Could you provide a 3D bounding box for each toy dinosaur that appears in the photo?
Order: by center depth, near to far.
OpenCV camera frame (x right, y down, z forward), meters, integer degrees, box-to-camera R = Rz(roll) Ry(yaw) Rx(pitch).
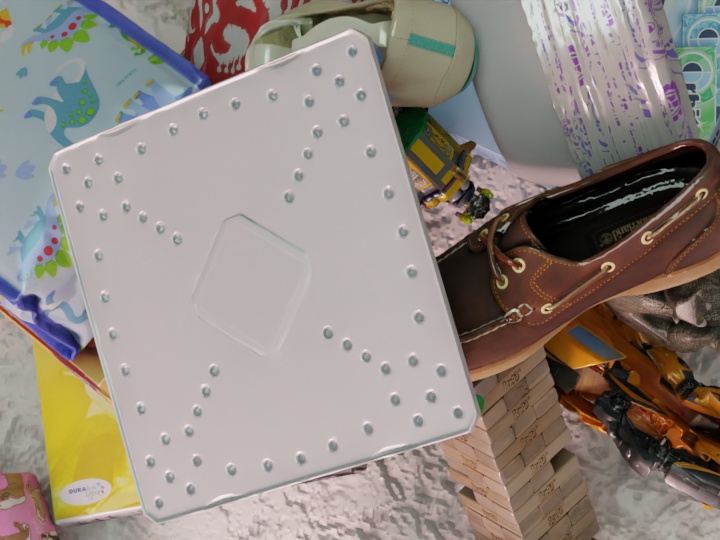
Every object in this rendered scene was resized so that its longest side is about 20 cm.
[{"bbox_3d":[0.178,0.016,1.039,0.102,0.198,0.078,22,116,53],"label":"toy dinosaur"}]

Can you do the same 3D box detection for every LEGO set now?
[{"bbox_3d":[0.000,0.000,1.064,0.116,0.153,0.201,41,79,-28],"label":"LEGO set"}]

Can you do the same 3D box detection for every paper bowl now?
[{"bbox_3d":[0.113,-0.127,1.018,0.103,0.201,0.203,-17,80,11],"label":"paper bowl"}]

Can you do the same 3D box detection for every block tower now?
[{"bbox_3d":[0.085,0.109,1.048,0.054,0.201,0.058,-39,36,-24],"label":"block tower"}]

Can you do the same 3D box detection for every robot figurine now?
[{"bbox_3d":[0.156,0.062,1.064,0.199,0.145,0.059,37,110,25],"label":"robot figurine"}]

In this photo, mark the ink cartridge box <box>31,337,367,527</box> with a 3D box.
[{"bbox_3d":[-0.108,0.044,1.181,0.196,0.047,0.202,-12,83,12],"label":"ink cartridge box"}]

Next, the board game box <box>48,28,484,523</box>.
[{"bbox_3d":[-0.050,0.006,0.952,0.198,0.026,0.202,-19,85,26],"label":"board game box"}]

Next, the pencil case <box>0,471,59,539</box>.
[{"bbox_3d":[-0.205,0.225,1.164,0.082,0.087,0.202,-22,77,-11],"label":"pencil case"}]

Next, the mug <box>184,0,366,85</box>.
[{"bbox_3d":[-0.012,-0.203,1.118,0.176,0.134,0.202,9,120,-14],"label":"mug"}]

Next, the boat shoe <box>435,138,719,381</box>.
[{"bbox_3d":[0.092,-0.009,0.936,0.199,0.070,0.071,-26,56,7],"label":"boat shoe"}]

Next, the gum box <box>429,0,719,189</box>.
[{"bbox_3d":[0.132,-0.136,1.142,0.199,0.045,0.171,27,90,15],"label":"gum box"}]

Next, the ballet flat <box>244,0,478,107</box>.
[{"bbox_3d":[-0.020,-0.115,1.007,0.199,0.069,0.070,-3,81,53],"label":"ballet flat"}]

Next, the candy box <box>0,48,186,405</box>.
[{"bbox_3d":[-0.123,-0.026,1.153,0.116,0.057,0.200,34,77,29],"label":"candy box"}]

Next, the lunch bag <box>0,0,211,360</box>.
[{"bbox_3d":[-0.194,-0.077,1.097,0.199,0.128,0.170,35,79,20],"label":"lunch bag"}]
